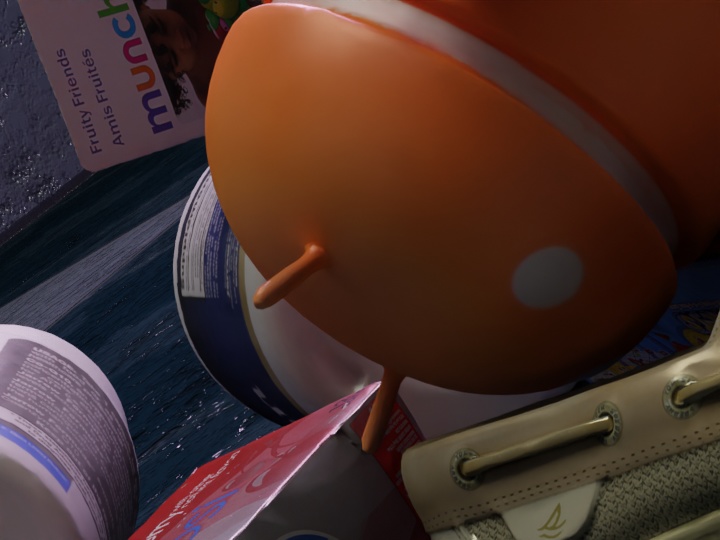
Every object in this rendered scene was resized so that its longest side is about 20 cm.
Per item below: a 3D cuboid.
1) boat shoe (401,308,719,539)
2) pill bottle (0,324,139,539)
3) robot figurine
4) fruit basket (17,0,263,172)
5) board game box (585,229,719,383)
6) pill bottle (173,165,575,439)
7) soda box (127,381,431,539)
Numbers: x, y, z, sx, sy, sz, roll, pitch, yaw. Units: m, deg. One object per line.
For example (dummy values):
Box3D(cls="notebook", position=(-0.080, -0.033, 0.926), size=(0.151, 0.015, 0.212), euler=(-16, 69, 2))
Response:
Box3D(cls="boat shoe", position=(0.092, 0.014, 0.492), size=(0.200, 0.065, 0.072), euler=(-33, -10, 29))
Box3D(cls="pill bottle", position=(-0.134, 0.084, 0.892), size=(0.114, 0.114, 0.200), euler=(-33, 8, 7))
Box3D(cls="robot figurine", position=(0.043, -0.057, 0.577), size=(0.200, 0.116, 0.144), euler=(-57, 16, -14))
Box3D(cls="fruit basket", position=(-0.040, -0.144, 0.836), size=(0.094, 0.186, 0.200), euler=(-18, 2, 44))
Box3D(cls="board game box", position=(0.131, -0.065, 0.655), size=(0.201, 0.056, 0.196), euler=(-58, 14, -12))
Box3D(cls="pill bottle", position=(0.000, 0.000, 0.847), size=(0.111, 0.111, 0.200), euler=(-36, 8, -11))
Box3D(cls="soda box", position=(-0.044, 0.105, 0.573), size=(0.070, 0.064, 0.200), euler=(-27, 10, 37))
